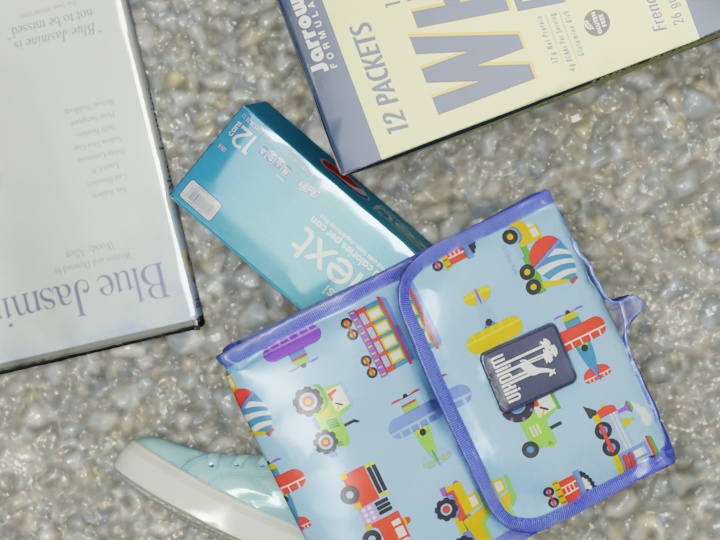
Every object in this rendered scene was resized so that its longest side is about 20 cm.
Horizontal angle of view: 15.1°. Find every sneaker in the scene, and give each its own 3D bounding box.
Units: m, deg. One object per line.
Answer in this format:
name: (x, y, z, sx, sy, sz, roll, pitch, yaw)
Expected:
sneaker: (-0.028, 0.117, 1.438, 0.200, 0.074, 0.082, 22, 79, 1)

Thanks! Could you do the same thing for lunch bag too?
lunch bag: (0.051, 0.063, 1.351, 0.200, 0.094, 0.151, -27, 91, -1)

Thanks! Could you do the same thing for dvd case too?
dvd case: (-0.175, -0.051, 1.463, 0.142, 0.018, 0.201, -13, 92, 7)

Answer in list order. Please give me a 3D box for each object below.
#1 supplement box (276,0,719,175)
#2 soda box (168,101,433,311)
supplement box: (0.068, -0.145, 1.337, 0.200, 0.200, 0.135, -21, 91, 8)
soda box: (0.000, 0.000, 1.420, 0.200, 0.068, 0.064, 41, 99, 3)
